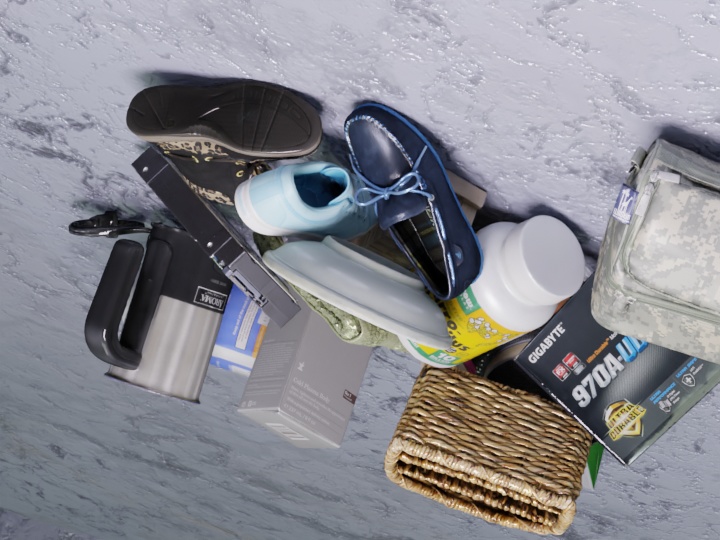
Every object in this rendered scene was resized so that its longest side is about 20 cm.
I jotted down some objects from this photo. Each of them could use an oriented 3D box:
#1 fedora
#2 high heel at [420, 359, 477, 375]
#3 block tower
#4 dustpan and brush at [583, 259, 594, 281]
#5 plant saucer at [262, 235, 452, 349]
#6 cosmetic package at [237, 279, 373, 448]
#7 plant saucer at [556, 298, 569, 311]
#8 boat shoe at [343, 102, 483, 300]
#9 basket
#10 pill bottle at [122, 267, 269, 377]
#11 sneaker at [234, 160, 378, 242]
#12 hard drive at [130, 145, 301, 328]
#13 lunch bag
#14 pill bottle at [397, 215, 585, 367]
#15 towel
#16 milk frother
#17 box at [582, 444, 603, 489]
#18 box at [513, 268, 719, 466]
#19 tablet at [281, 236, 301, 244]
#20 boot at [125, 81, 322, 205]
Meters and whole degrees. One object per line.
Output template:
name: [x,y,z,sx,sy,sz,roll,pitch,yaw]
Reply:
fedora: [0.191,0.154,1.790,0.200,0.092,0.201,14,135,15]
high heel: [0.102,0.087,1.832,0.095,0.068,0.200,2,-167,-28]
block tower: [0.051,-0.043,1.676,0.054,0.058,0.200,27,156,-17]
dustpan and brush: [0.263,0.032,1.642,0.200,0.057,0.140,49,133,11]
plant saucer: [0.006,0.011,1.568,0.199,0.050,0.200,26,-175,-2]
cosmetic package: [-0.052,0.093,1.890,0.107,0.201,0.090,32,157,-34]
plant saucer: [0.214,0.051,1.778,0.199,0.038,0.200,17,158,7]
boat shoe: [0.050,-0.063,1.529,0.084,0.069,0.200,-30,103,40]
basket: [0.124,0.210,1.697,0.199,0.149,0.143,19,127,4]
pill bottle: [-0.187,0.056,2.035,0.199,0.113,0.112,18,158,7]
sneaker: [-0.026,-0.068,1.592,0.082,0.074,0.199,-19,173,38]
hard drive: [-0.153,-0.037,1.753,0.200,0.038,0.140,48,179,37]
lunch bag: [0.307,-0.021,1.416,0.199,0.140,0.168,19,142,3]
pill bottle: [0.128,0.018,1.644,0.112,0.113,0.200,30,146,-24]
towel: [-0.019,0.025,1.759,0.148,0.037,0.200,15,-160,-49]
milk frother: [-0.259,0.035,1.926,0.180,0.189,0.200,20,176,-32]
box: [0.201,0.170,1.987,0.175,0.097,0.200,11,157,17]
box: [0.265,0.077,1.608,0.159,0.046,0.200,44,133,6]
tablet: [0.000,0.000,1.787,0.199,0.014,0.130,27,-167,-17]
boot: [-0.115,-0.119,1.622,0.199,0.074,0.151,3,158,18]
